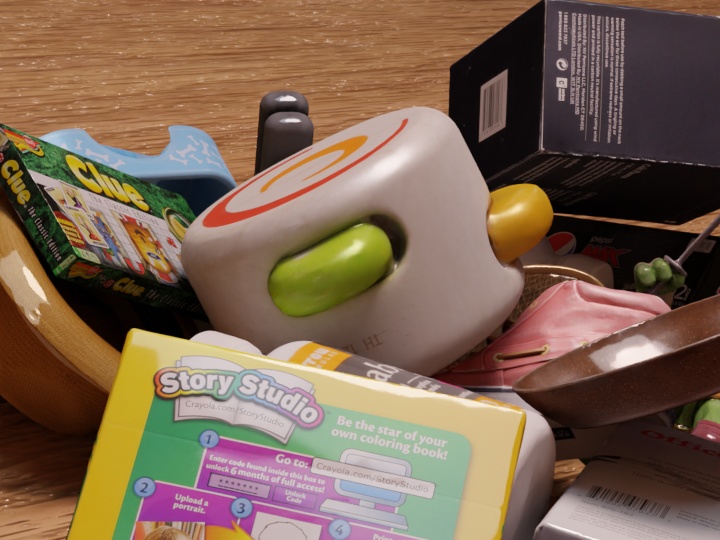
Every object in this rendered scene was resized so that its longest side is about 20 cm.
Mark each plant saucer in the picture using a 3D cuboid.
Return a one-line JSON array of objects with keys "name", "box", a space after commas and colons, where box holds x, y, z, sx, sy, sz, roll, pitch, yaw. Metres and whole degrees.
[{"name": "plant saucer", "box": [0.181, 0.044, 1.275, 0.199, 0.035, 0.200, -20, 3, 1]}]

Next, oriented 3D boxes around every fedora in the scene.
[{"name": "fedora", "box": [-0.169, 0.039, 1.380, 0.201, 0.082, 0.201, 44, 15, -15]}]

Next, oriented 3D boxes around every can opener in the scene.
[{"name": "can opener", "box": [-0.066, -0.021, 1.516, 0.066, 0.201, 0.053, 3, 35, -14]}]

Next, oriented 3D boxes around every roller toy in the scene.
[{"name": "roller toy", "box": [0.000, 0.000, 1.390, 0.182, 0.140, 0.200, -12, 20, 50]}]

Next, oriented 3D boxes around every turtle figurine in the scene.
[{"name": "turtle figurine", "box": [0.226, 0.055, 1.479, 0.200, 0.144, 0.194, -28, 11, 41]}]

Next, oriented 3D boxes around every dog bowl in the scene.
[{"name": "dog bowl", "box": [-0.170, -0.041, 1.662, 0.199, 0.112, 0.050, -4, 36, -40]}]

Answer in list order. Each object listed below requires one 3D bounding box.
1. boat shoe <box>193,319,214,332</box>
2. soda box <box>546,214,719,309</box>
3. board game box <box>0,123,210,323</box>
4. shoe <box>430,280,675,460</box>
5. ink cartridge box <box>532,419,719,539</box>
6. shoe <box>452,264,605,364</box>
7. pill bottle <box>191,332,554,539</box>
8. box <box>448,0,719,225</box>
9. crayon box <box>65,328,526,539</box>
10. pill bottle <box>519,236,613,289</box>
[{"name": "boat shoe", "box": [-0.148, 0.029, 1.520, 0.198, 0.075, 0.066, 8, -19, 6]}, {"name": "soda box", "box": [0.182, 0.009, 1.664, 0.199, 0.064, 0.071, 10, -28, 46]}, {"name": "board game box", "box": [-0.143, -0.023, 1.405, 0.105, 0.023, 0.200, 53, 15, 25]}, {"name": "shoe", "box": [0.094, 0.065, 1.417, 0.199, 0.072, 0.091, -6, 50, 19]}, {"name": "ink cartridge box", "box": [0.178, 0.161, 1.258, 0.144, 0.084, 0.200, 16, 17, 16]}, {"name": "shoe", "box": [0.065, 0.046, 1.502, 0.199, 0.070, 0.053, -16, -11, 8]}, {"name": "pill bottle", "box": [-0.006, 0.105, 1.246, 0.199, 0.117, 0.116, 17, 18, 19]}, {"name": "box", "box": [0.172, -0.102, 1.578, 0.181, 0.105, 0.200, 5, -10, -16]}, {"name": "crayon box", "box": [-0.035, 0.132, 1.107, 0.199, 0.058, 0.173, 12, 59, 4]}, {"name": "pill bottle", "box": [0.065, 0.012, 1.606, 0.199, 0.117, 0.116, 17, 18, 20]}]
